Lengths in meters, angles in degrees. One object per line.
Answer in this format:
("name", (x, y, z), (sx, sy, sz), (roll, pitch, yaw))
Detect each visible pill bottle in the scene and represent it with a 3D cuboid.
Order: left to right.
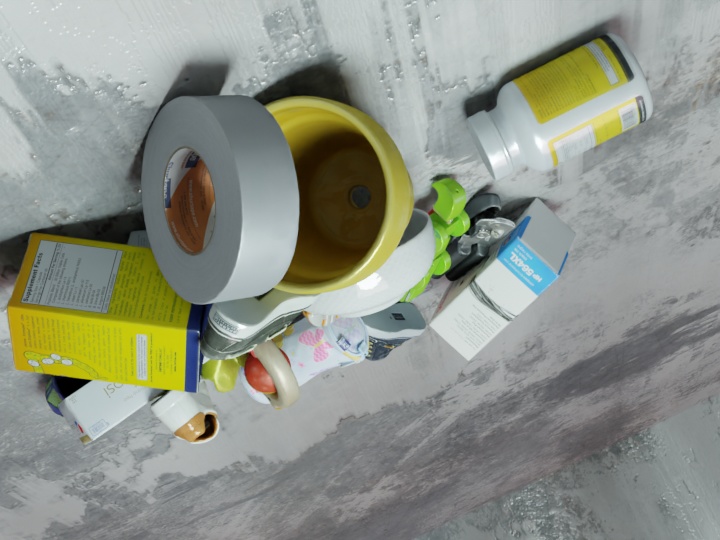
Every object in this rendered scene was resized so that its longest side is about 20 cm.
("pill bottle", (0.229, -0.185, 1.489), (0.199, 0.112, 0.112), (-26, 157, 2))

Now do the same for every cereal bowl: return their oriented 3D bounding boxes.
("cereal bowl", (0.000, 0.000, 1.546), (0.199, 0.084, 0.200), (-17, -163, 6))

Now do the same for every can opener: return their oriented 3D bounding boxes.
("can opener", (0.152, -0.047, 1.779), (0.053, 0.067, 0.200), (6, 159, -19))

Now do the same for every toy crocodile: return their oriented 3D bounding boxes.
("toy crocodile", (0.090, -0.035, 1.683), (0.067, 0.062, 0.200), (-35, 158, -40))

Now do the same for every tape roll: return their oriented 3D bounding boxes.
("tape roll", (-0.140, -0.070, 1.249), (0.066, 0.201, 0.200), (-7, 150, -35))

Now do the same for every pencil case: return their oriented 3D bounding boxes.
("pencil case", (-0.081, 0.119, 1.811), (0.199, 0.083, 0.091), (-28, 118, 33))

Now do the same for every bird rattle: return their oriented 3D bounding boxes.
("bird rattle", (-0.132, 0.106, 1.693), (0.112, 0.163, 0.200), (-36, 172, -29))

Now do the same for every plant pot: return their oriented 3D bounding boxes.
("plant pot", (-0.029, -0.080, 1.374), (0.200, 0.201, 0.189), (-34, 171, 19))

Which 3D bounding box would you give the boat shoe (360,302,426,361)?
("boat shoe", (0.016, 0.093, 1.902), (0.091, 0.071, 0.200), (-41, 155, 22))

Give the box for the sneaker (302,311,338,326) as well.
("sneaker", (-0.017, -0.002, 1.682), (0.200, 0.077, 0.079), (-29, 134, -38))

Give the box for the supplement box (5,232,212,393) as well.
("supplement box", (-0.262, 0.046, 1.361), (0.199, 0.109, 0.110), (8, 137, -2))

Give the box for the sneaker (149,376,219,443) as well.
("sneaker", (-0.223, 0.188, 1.668), (0.073, 0.085, 0.200), (-40, -178, 2))

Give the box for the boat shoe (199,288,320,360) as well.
("boat shoe", (-0.107, 0.039, 1.362), (0.200, 0.071, 0.064), (-29, 154, -58))

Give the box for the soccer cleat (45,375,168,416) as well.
("soccer cleat", (-0.314, 0.141, 1.682), (0.199, 0.065, 0.084), (-16, 155, -19))

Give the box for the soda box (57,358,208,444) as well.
("soda box", (-0.281, 0.137, 1.622), (0.200, 0.064, 0.068), (-34, -179, -25))

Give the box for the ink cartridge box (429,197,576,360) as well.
("ink cartridge box", (0.201, 0.013, 1.816), (0.200, 0.084, 0.146), (-46, -175, 31))

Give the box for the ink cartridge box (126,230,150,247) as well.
("ink cartridge box", (-0.210, 0.010, 1.517), (0.199, 0.044, 0.197), (-2, 154, -1))
